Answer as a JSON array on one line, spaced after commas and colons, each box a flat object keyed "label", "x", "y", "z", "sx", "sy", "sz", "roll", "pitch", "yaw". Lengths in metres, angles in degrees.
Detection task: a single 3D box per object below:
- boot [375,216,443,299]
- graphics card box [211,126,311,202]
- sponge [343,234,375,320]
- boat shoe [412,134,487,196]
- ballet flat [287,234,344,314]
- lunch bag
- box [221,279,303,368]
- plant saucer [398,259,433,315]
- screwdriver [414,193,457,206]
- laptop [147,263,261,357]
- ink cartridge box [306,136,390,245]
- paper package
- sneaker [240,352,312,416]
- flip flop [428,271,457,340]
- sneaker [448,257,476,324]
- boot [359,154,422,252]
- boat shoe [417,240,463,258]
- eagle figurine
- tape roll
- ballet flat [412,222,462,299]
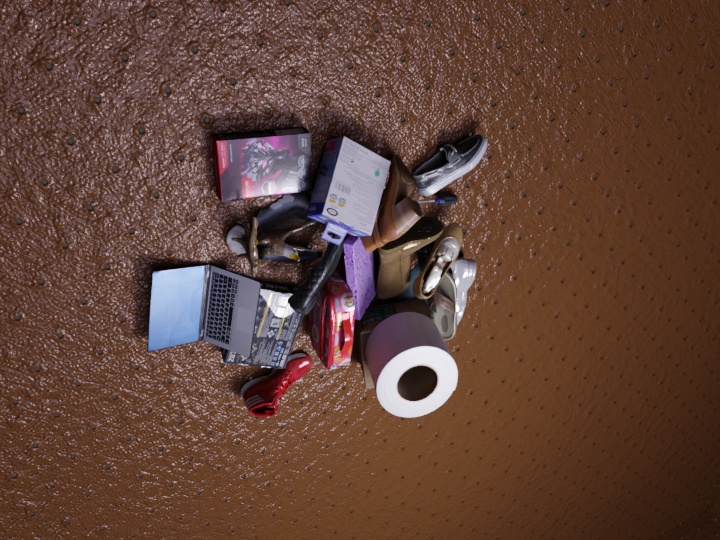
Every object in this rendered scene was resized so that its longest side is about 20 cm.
[{"label": "boot", "x": 0.112, "y": -0.029, "z": 1.364, "sx": 0.170, "sy": 0.067, "sz": 0.202, "roll": -17, "pitch": 145, "yaw": -8}, {"label": "graphics card box", "x": -0.197, "y": -0.216, "z": 1.151, "sx": 0.195, "sy": 0.051, "sz": 0.129, "roll": -10, "pitch": 120, "yaw": -23}, {"label": "sponge", "x": 0.000, "y": 0.000, "z": 1.340, "sx": 0.112, "sy": 0.029, "sz": 0.205, "roll": -52, "pitch": 145, "yaw": -52}, {"label": "boat shoe", "x": 0.209, "y": -0.256, "z": 1.320, "sx": 0.199, "sy": 0.072, "sz": 0.071, "roll": -40, "pitch": 131, "yaw": 1}, {"label": "ballet flat", "x": -0.094, "y": 0.001, "z": 1.247, "sx": 0.203, "sy": 0.056, "sz": 0.066, "roll": -59, "pitch": 167, "yaw": -5}, {"label": "lunch bag", "x": -0.062, "y": 0.121, "z": 1.324, "sx": 0.080, "sy": 0.176, "sz": 0.206, "roll": -8, "pitch": 119, "yaw": -22}, {"label": "box", "x": -0.223, "y": 0.129, "z": 1.327, "sx": 0.157, "sy": 0.049, "sz": 0.205, "roll": 9, "pitch": 112, "yaw": -32}, {"label": "plant saucer", "x": 0.194, "y": 0.065, "z": 1.511, "sx": 0.195, "sy": 0.036, "sz": 0.205, "roll": -13, "pitch": 122, "yaw": -21}, {"label": "screwdriver", "x": 0.165, "y": -0.161, "z": 1.343, "sx": 0.197, "sy": 0.030, "sz": 0.028, "roll": -16, "pitch": 162, "yaw": -44}, {"label": "laptop", "x": -0.332, "y": 0.099, "z": 1.209, "sx": 0.195, "sy": 0.116, "sz": 0.192, "roll": 18, "pitch": 114, "yaw": 10}, {"label": "ink cartridge box", "x": -0.029, "y": -0.160, "z": 1.205, "sx": 0.134, "sy": 0.076, "sz": 0.206, "roll": 20, "pitch": 80, "yaw": -33}, {"label": "paper package", "x": 0.089, "y": 0.185, "z": 1.459, "sx": 0.194, "sy": 0.104, "sz": 0.196, "roll": -10, "pitch": 120, "yaw": -6}, {"label": "sneaker", "x": -0.191, "y": 0.292, "z": 1.389, "sx": 0.197, "sy": 0.116, "sz": 0.079, "roll": -32, "pitch": 126, "yaw": -7}, {"label": "flip flop", "x": 0.202, "y": 0.087, "z": 1.429, "sx": 0.057, "sy": 0.079, "sz": 0.206, "roll": -39, "pitch": 126, "yaw": -56}, {"label": "sneaker", "x": 0.233, "y": 0.055, "z": 1.471, "sx": 0.086, "sy": 0.076, "sz": 0.205, "roll": 7, "pitch": 117, "yaw": -7}, {"label": "boot", "x": 0.051, "y": -0.150, "z": 1.264, "sx": 0.153, "sy": 0.204, "sz": 0.073, "roll": -35, "pitch": 133, "yaw": 30}, {"label": "boat shoe", "x": 0.180, "y": -0.062, "z": 1.415, "sx": 0.196, "sy": 0.066, "sz": 0.071, "roll": 19, "pitch": 107, "yaw": -33}, {"label": "eagle figurine", "x": -0.171, "y": -0.065, "z": 1.217, "sx": 0.151, "sy": 0.153, "sz": 0.199, "roll": -34, "pitch": 180, "yaw": 41}, {"label": "tape roll", "x": 0.118, "y": 0.223, "z": 1.346, "sx": 0.196, "sy": 0.140, "sz": 0.208, "roll": -5, "pitch": 119, "yaw": -9}, {"label": "ballet flat", "x": 0.194, "y": -0.018, "z": 1.358, "sx": 0.067, "sy": 0.063, "sz": 0.204, "roll": 27, "pitch": 93, "yaw": -13}]
